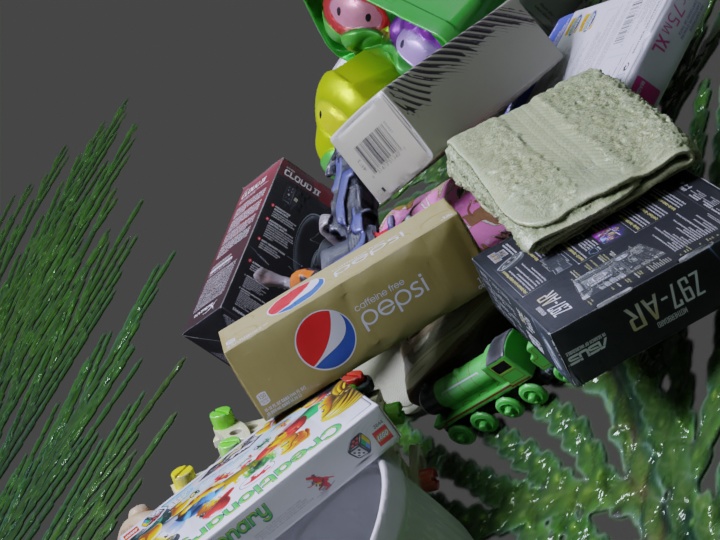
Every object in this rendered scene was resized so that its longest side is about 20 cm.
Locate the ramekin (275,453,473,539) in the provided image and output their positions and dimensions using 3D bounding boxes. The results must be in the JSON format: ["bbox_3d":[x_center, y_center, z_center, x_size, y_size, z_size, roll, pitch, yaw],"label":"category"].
[{"bbox_3d":[-0.003,0.236,1.497,0.200,0.105,0.200,-48,19,23],"label":"ramekin"}]

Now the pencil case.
[{"bbox_3d":[0.092,-0.048,1.709,0.086,0.083,0.200,-24,-9,-41],"label":"pencil case"}]

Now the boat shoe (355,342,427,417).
[{"bbox_3d":[0.026,0.067,1.776,0.072,0.068,0.200,-61,30,8],"label":"boat shoe"}]

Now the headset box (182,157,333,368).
[{"bbox_3d":[-0.055,0.008,1.950,0.077,0.149,0.200,-34,29,48],"label":"headset box"}]

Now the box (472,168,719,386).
[{"bbox_3d":[0.176,-0.005,1.445,0.160,0.044,0.200,-29,18,-4],"label":"box"}]

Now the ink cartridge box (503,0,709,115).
[{"bbox_3d":[0.192,-0.162,1.714,0.120,0.042,0.200,-61,21,-14],"label":"ink cartridge box"}]

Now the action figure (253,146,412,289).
[{"bbox_3d":[0.000,0.000,1.714,0.193,0.104,0.200,-26,50,40],"label":"action figure"}]

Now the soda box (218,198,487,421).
[{"bbox_3d":[-0.003,0.027,1.571,0.200,0.064,0.068,-31,14,0],"label":"soda box"}]

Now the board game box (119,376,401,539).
[{"bbox_3d":[-0.073,0.155,1.512,0.200,0.035,0.126,-38,16,-8],"label":"board game box"}]

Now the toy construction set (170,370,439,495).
[{"bbox_3d":[-0.037,0.140,1.628,0.131,0.199,0.092,-70,-22,-66],"label":"toy construction set"}]

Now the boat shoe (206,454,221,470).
[{"bbox_3d":[-0.090,0.173,1.893,0.200,0.071,0.063,-46,17,41],"label":"boat shoe"}]

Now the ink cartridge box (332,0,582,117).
[{"bbox_3d":[0.090,-0.221,1.980,0.144,0.084,0.200,37,92,39],"label":"ink cartridge box"}]

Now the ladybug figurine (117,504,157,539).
[{"bbox_3d":[-0.119,0.266,1.651,0.072,0.200,0.136,-25,-5,-36],"label":"ladybug figurine"}]

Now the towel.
[{"bbox_3d":[0.148,-0.084,1.532,0.148,0.037,0.200,-29,26,-4],"label":"towel"}]

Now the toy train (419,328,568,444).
[{"bbox_3d":[0.111,0.074,1.560,0.200,0.056,0.042,-35,27,47],"label":"toy train"}]

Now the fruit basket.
[{"bbox_3d":[0.018,-0.183,1.879,0.215,0.156,0.216,-10,54,15],"label":"fruit basket"}]

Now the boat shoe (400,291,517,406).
[{"bbox_3d":[0.100,0.026,1.616,0.200,0.072,0.065,-43,47,33],"label":"boat shoe"}]

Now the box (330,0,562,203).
[{"bbox_3d":[0.070,-0.137,1.692,0.082,0.068,0.200,-39,0,45],"label":"box"}]
